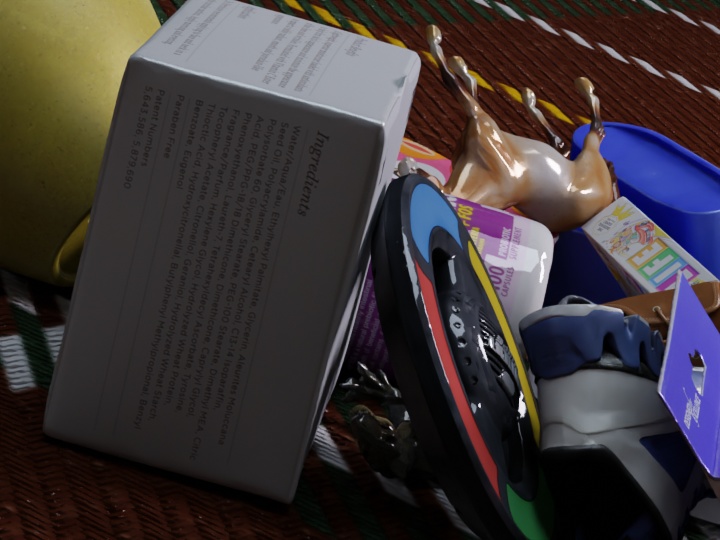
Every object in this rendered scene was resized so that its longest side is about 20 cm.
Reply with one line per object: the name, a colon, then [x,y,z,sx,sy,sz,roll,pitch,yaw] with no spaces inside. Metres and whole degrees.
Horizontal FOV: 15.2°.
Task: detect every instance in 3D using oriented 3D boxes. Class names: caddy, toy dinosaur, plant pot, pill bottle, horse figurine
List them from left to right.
plant pot: [-0.175,-0.076,1.509,0.142,0.200,0.200,49,27,18]
pill bottle: [0.000,0.000,1.521,0.199,0.113,0.112,16,16,-3]
toy dinosaur: [0.046,0.078,1.433,0.200,0.048,0.088,1,37,-45]
horse figurine: [0.100,-0.070,1.651,0.200,0.050,0.133,17,50,-39]
caddy: [0.167,-0.015,1.770,0.141,0.105,0.200,-17,31,-24]

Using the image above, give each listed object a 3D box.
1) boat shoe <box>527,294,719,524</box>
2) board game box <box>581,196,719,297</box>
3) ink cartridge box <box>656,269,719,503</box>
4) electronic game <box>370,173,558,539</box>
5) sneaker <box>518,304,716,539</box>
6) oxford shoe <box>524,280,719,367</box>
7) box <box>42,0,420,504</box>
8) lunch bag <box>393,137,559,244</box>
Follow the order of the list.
boat shoe: [0.170,0.077,1.515,0.072,0.068,0.200,4,23,-36]
board game box: [0.209,0.046,1.587,0.135,0.034,0.200,55,-1,-26]
ink cartridge box: [0.206,0.104,1.275,0.200,0.043,0.198,60,16,-10]
electronic game: [0.055,0.048,1.326,0.041,0.201,0.200,-19,10,13]
sneaker: [0.150,0.101,1.371,0.199,0.116,0.080,24,-26,-39]
oxford shoe: [0.180,0.038,1.433,0.199,0.072,0.071,-14,-17,29]
box: [-0.060,-0.018,1.358,0.130,0.201,0.199,15,15,2]
lunch bag: [0.006,-0.027,1.675,0.200,0.082,0.176,28,20,32]
